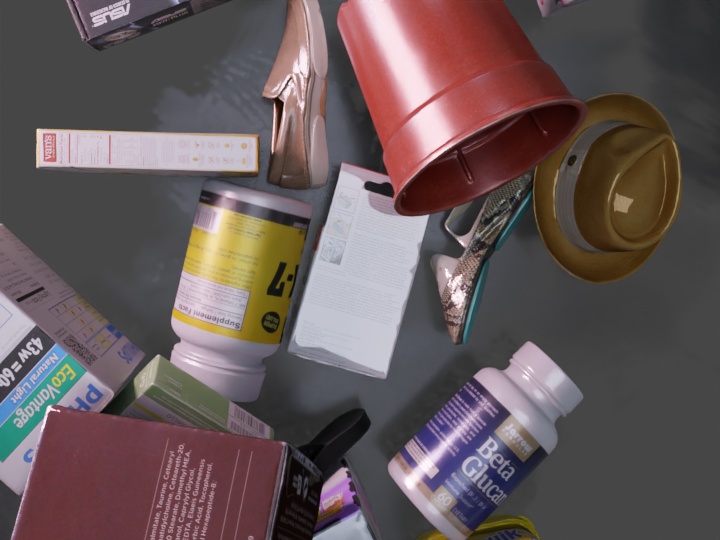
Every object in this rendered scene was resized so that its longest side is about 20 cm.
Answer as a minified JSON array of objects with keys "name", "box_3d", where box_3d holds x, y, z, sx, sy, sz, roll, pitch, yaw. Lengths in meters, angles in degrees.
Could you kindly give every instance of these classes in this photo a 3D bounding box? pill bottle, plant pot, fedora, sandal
[{"name":"pill bottle","box_3d":[0.133,0.173,1.005,0.200,0.111,0.111,-45,98,-1]},{"name":"plant pot","box_3d":[0.082,-0.187,0.922,0.199,0.201,0.197,-24,77,-4]},{"name":"pill bottle","box_3d":[-0.123,0.019,0.962,0.113,0.114,0.203,14,94,-7]},{"name":"fedora","box_3d":[0.272,-0.083,0.995,0.198,0.082,0.204,-3,98,-23]},{"name":"sandal","box_3d":[-0.068,0.192,0.967,0.200,0.075,0.048,-40,102,-43]}]

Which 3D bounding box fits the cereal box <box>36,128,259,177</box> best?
[{"name":"cereal box","box_3d":[-0.195,-0.111,0.928,0.197,0.144,0.040,1,95,-6]}]

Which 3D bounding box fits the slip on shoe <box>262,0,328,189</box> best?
[{"name":"slip on shoe","box_3d":[-0.068,-0.183,0.974,0.060,0.076,0.203,-4,103,-13]}]

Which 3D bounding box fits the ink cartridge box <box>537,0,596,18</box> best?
[{"name":"ink cartridge box","box_3d":[0.212,-0.336,0.929,0.083,0.200,0.146,-21,97,-1]}]

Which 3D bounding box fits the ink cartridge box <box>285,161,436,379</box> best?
[{"name":"ink cartridge box","box_3d":[0.000,0.000,1.007,0.108,0.050,0.203,16,92,-7]}]

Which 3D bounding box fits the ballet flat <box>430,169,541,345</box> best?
[{"name":"ballet flat","box_3d":[0.118,-0.025,1.018,0.075,0.068,0.202,25,86,14]}]

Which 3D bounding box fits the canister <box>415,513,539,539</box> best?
[{"name":"canister","box_3d":[0.138,0.320,0.969,0.146,0.200,0.088,-10,94,-9]}]

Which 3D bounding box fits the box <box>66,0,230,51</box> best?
[{"name":"box","box_3d":[-0.201,-0.328,0.938,0.198,0.086,0.166,-21,97,-5]}]

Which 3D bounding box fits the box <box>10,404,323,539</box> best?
[{"name":"box","box_3d":[-0.149,0.216,0.774,0.197,0.166,0.166,7,72,10]}]

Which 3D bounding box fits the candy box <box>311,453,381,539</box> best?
[{"name":"candy box","box_3d":[-0.067,0.267,0.944,0.166,0.200,0.072,-28,98,-2]}]

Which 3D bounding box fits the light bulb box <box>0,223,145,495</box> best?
[{"name":"light bulb box","box_3d":[-0.324,0.072,0.900,0.200,0.198,0.125,44,91,-7]}]

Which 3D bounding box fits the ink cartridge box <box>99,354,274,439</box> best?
[{"name":"ink cartridge box","box_3d":[-0.199,0.186,0.940,0.145,0.048,0.200,36,116,-25]}]
